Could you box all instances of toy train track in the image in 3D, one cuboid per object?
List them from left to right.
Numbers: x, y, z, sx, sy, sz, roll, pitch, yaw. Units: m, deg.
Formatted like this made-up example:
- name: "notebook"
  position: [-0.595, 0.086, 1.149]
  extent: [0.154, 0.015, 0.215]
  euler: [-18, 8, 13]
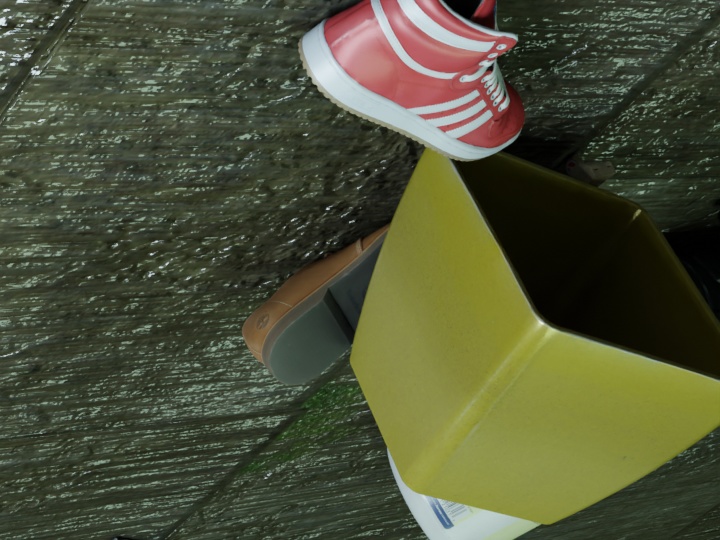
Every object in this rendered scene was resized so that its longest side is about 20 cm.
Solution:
- name: "toy train track"
  position: [0.114, -0.037, 1.532]
  extent: [0.115, 0.033, 0.200]
  euler: [-14, 162, -42]

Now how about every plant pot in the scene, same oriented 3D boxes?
- name: "plant pot"
  position: [0.108, 0.055, 1.383]
  extent: [0.200, 0.200, 0.176]
  euler: [18, 121, -35]

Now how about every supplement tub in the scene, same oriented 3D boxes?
- name: "supplement tub"
  position: [0.140, 0.157, 1.828]
  extent: [0.200, 0.145, 0.145]
  euler: [-30, 157, 13]

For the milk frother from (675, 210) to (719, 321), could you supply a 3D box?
- name: "milk frother"
  position: [0.354, 0.050, 1.743]
  extent: [0.188, 0.200, 0.181]
  euler: [-6, 147, -39]

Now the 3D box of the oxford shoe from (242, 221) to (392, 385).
- name: "oxford shoe"
  position: [0.000, 0.000, 1.463]
  extent: [0.200, 0.071, 0.071]
  euler: [-32, 125, -17]

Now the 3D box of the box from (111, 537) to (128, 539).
- name: "box"
  position: [-0.260, 0.322, 1.917]
  extent: [0.200, 0.044, 0.160]
  euler: [-31, 157, 14]

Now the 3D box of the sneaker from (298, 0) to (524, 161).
- name: "sneaker"
  position: [0.066, -0.129, 1.221]
  extent: [0.112, 0.071, 0.200]
  euler: [-34, 154, 29]
